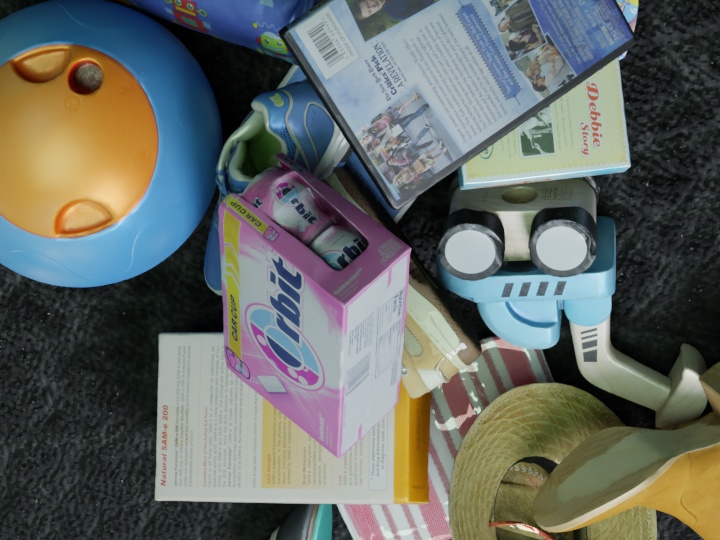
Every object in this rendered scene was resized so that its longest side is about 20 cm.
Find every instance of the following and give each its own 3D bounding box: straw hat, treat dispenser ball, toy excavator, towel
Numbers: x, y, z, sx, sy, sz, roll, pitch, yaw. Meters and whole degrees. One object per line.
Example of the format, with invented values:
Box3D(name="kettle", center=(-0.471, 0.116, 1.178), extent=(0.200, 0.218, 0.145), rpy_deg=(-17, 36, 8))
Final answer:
Box3D(name="straw hat", center=(0.123, 0.189, 1.325), extent=(0.201, 0.201, 0.085), rpy_deg=(52, 150, -10))
Box3D(name="treat dispenser ball", center=(-0.196, -0.089, 1.251), extent=(0.199, 0.201, 0.202), rpy_deg=(3, 110, 8))
Box3D(name="toy excavator", center=(0.155, 0.024, 1.302), extent=(0.193, 0.100, 0.201), rpy_deg=(-1, 123, 9))
Box3D(name="towel", center=(0.066, 0.133, 1.380), extent=(0.199, 0.030, 0.147), rpy_deg=(-19, 104, 14))

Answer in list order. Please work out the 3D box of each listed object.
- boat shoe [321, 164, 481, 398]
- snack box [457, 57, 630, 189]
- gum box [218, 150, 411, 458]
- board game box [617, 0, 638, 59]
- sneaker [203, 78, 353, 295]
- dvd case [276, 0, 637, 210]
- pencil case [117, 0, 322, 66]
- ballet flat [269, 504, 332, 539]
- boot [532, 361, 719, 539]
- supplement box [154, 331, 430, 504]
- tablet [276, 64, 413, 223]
Box3D(name="boat shoe", center=(0.000, 0.000, 1.267), extent=(0.076, 0.072, 0.201), rpy_deg=(-38, 75, 10))
Box3D(name="snack box", center=(0.114, -0.161, 1.210), extent=(0.115, 0.037, 0.202), rpy_deg=(-6, 88, -2))
Box3D(name="gum box", center=(-0.032, 0.024, 1.196), extent=(0.113, 0.066, 0.201), rpy_deg=(37, 151, 22))
Box3D(name="board game box", center=(0.096, -0.185, 1.255), extent=(0.199, 0.039, 0.159), rpy_deg=(-28, 102, 18))
Box3D(name="sneaker", center=(-0.074, -0.059, 1.242), extent=(0.076, 0.077, 0.201), rpy_deg=(52, 132, 28))
Box3D(name="dvd case", center=(0.066, -0.151, 1.157), extent=(0.199, 0.018, 0.143), rpy_deg=(-35, 111, -2))
Box3D(name="pencil case", center=(-0.097, -0.204, 1.239), extent=(0.199, 0.087, 0.078), rpy_deg=(22, 152, 21))
Box3D(name="ballet flat", center=(-0.057, 0.262, 1.423), extent=(0.072, 0.073, 0.202), rpy_deg=(2, 113, 9))
Box3D(name="boot", center=(0.234, 0.165, 1.301), extent=(0.201, 0.071, 0.144), rpy_deg=(-34, 126, -3))
Box3D(name="supplement box", center=(-0.050, 0.111, 1.335), extent=(0.198, 0.073, 0.127), rpy_deg=(0, 83, 15))
Box3D(name="tablet", center=(0.008, -0.116, 1.286), extent=(0.130, 0.014, 0.200), rpy_deg=(36, 125, -2))
